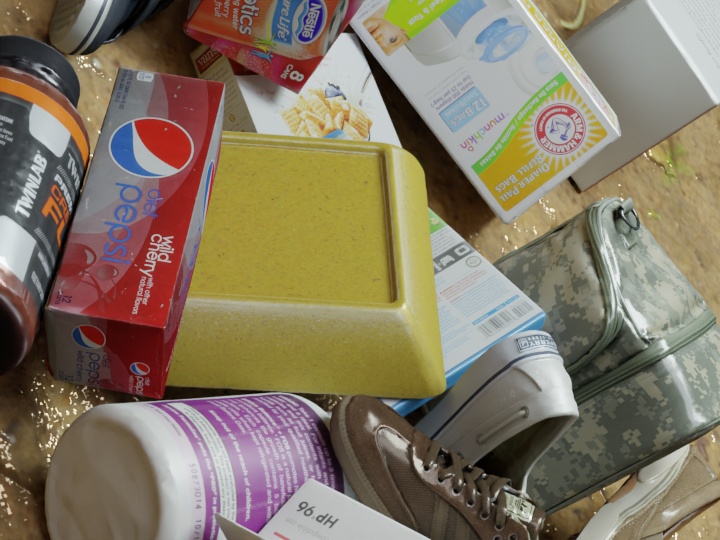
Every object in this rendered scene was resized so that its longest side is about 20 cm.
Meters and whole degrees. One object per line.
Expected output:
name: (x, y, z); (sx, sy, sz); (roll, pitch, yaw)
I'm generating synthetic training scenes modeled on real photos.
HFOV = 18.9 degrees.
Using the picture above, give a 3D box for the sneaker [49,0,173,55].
sneaker: (-0.145, -0.203, 1.431); (0.079, 0.078, 0.201); (32, 42, -20)

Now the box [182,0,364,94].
box: (-0.050, -0.227, 1.492); (0.095, 0.100, 0.201); (28, 33, -17)

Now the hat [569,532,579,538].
hat: (0.263, 0.279, 1.574); (0.165, 0.175, 0.202); (-22, 120, -51)

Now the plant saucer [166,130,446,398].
plant saucer: (-0.048, -0.018, 1.332); (0.198, 0.049, 0.201); (3, 47, -9)

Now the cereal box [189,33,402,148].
cereal box: (-0.025, -0.071, 1.496); (0.143, 0.039, 0.201); (-6, 68, -48)

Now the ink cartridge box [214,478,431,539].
ink cartridge box: (0.009, 0.192, 1.188); (0.068, 0.116, 0.201); (-46, 135, -24)

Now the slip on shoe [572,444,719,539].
slip on shoe: (0.181, 0.188, 1.480); (0.061, 0.076, 0.200); (41, 48, 8)

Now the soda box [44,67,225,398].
soda box: (-0.127, -0.025, 1.248); (0.069, 0.064, 0.201); (10, 48, 1)

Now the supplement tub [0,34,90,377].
supplement tub: (-0.213, -0.042, 1.220); (0.107, 0.107, 0.201); (35, 43, -25)

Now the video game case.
video game case: (0.000, 0.000, 1.373); (0.143, 0.018, 0.200); (-29, 60, -33)

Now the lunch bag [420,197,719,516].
lunch bag: (0.134, 0.062, 1.447); (0.139, 0.199, 0.169); (-19, 80, -59)

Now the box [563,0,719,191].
box: (0.241, -0.174, 1.764); (0.107, 0.152, 0.200); (54, 39, -3)

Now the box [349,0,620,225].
box: (0.091, -0.150, 1.595); (0.200, 0.112, 0.101); (52, 11, -6)

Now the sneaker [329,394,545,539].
sneaker: (0.066, 0.139, 1.251); (0.200, 0.075, 0.071); (51, 26, -15)

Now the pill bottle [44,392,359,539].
pill bottle: (-0.073, 0.127, 1.245); (0.199, 0.112, 0.113); (-1, 64, -47)

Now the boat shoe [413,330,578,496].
boat shoe: (0.075, 0.129, 1.324); (0.074, 0.202, 0.086); (1, 52, -38)
